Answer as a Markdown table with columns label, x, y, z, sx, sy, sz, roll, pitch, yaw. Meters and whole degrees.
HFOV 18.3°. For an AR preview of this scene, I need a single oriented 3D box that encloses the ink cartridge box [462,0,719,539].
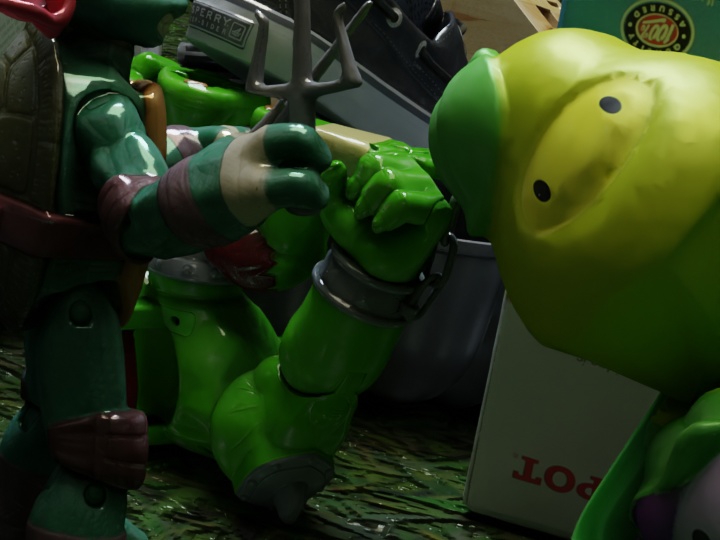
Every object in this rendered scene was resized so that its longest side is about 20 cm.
| label | x | y | z | sx | sy | sz | roll | pitch | yaw |
| --- | --- | --- | --- | --- | --- | --- | --- | --- | --- |
| ink cartridge box | 0.139 | -0.009 | 0.759 | 0.146 | 0.202 | 0.146 | 15 | 14 | 17 |

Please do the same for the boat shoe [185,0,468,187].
| label | x | y | z | sx | sy | sz | roll | pitch | yaw |
| --- | --- | --- | --- | --- | --- | --- | --- | --- | --- |
| boat shoe | 0.008 | -0.080 | 0.827 | 0.070 | 0.067 | 0.200 | 24 | -2 | 36 |

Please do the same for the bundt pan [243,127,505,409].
| label | x | y | z | sx | sy | sz | roll | pitch | yaw |
| --- | --- | --- | --- | --- | --- | --- | --- | --- | --- |
| bundt pan | 0.000 | 0.000 | 0.901 | 0.200 | 0.076 | 0.202 | 11 | 12 | -2 |

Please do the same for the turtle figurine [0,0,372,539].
| label | x | y | z | sx | sy | sz | roll | pitch | yaw |
| --- | --- | --- | --- | --- | --- | --- | --- | --- | --- |
| turtle figurine | -0.058 | -0.013 | 0.582 | 0.100 | 0.202 | 0.150 | 11 | 11 | -3 |

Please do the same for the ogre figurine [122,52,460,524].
| label | x | y | z | sx | sy | sz | roll | pitch | yaw |
| --- | --- | --- | --- | --- | --- | --- | --- | --- | --- |
| ogre figurine | -0.044 | 0.002 | 0.736 | 0.199 | 0.121 | 0.098 | 22 | 11 | 36 |

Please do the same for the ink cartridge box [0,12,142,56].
| label | x | y | z | sx | sy | sz | roll | pitch | yaw |
| --- | --- | --- | --- | --- | --- | --- | --- | --- | --- |
| ink cartridge box | -0.135 | -0.094 | 0.775 | 0.050 | 0.201 | 0.162 | 13 | 41 | 19 |

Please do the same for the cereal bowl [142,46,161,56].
| label | x | y | z | sx | sy | sz | roll | pitch | yaw |
| --- | --- | --- | --- | --- | --- | --- | --- | --- | --- |
| cereal bowl | -0.183 | -0.104 | 0.920 | 0.198 | 0.202 | 0.083 | 9 | 8 | -14 |

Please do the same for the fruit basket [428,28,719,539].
| label | x | y | z | sx | sy | sz | roll | pitch | yaw |
| --- | --- | --- | --- | --- | --- | --- | --- | --- | --- |
| fruit basket | 0.113 | 0.007 | 0.605 | 0.214 | 0.217 | 0.156 | 10 | 11 | -10 |

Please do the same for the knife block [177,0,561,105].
| label | x | y | z | sx | sy | sz | roll | pitch | yaw |
| --- | --- | --- | --- | --- | --- | --- | --- | --- | --- |
| knife block | 0.001 | -0.080 | 0.971 | 0.201 | 0.175 | 0.064 | 54 | 22 | 19 |
